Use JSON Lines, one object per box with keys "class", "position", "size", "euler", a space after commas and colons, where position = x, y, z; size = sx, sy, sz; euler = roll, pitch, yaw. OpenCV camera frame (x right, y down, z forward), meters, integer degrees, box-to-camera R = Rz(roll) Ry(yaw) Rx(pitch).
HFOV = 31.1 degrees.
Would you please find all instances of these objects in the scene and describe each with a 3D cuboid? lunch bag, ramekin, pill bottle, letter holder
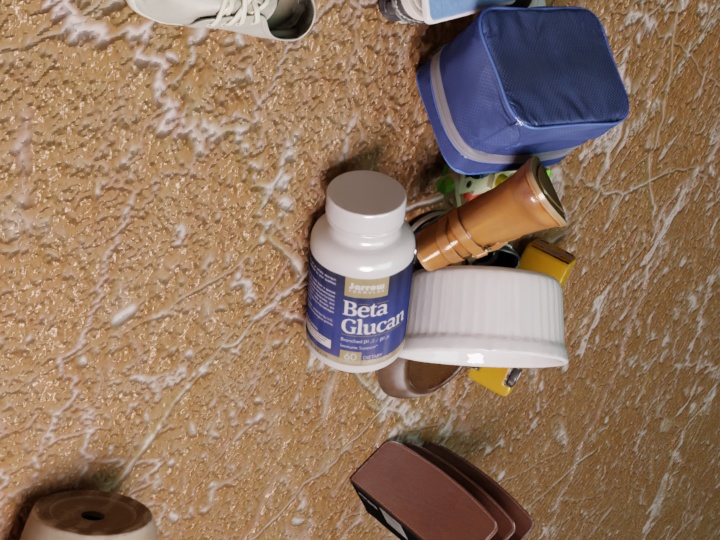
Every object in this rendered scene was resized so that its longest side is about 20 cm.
{"class": "lunch bag", "position": [0.163, -0.179, 1.306], "size": [0.199, 0.137, 0.132], "euler": [-6, 164, -37]}
{"class": "ramekin", "position": [0.140, 0.055, 1.485], "size": [0.200, 0.199, 0.098], "euler": [15, 76, -55]}
{"class": "pill bottle", "position": [0.000, 0.000, 1.361], "size": [0.111, 0.111, 0.201], "euler": [-28, 138, -34]}
{"class": "letter holder", "position": [0.112, 0.299, 1.683], "size": [0.142, 0.200, 0.101], "euler": [-44, 145, -15]}

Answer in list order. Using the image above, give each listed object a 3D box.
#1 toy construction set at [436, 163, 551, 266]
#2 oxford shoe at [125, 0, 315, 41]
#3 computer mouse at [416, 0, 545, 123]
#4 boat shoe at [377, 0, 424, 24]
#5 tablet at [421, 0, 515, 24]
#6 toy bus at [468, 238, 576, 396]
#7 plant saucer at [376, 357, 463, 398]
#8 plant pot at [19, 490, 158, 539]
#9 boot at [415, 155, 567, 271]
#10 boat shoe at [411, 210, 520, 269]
{"class": "toy construction set", "position": [0.146, -0.088, 1.496], "size": [0.200, 0.092, 0.132], "euler": [-32, 142, -47]}
{"class": "oxford shoe", "position": [-0.109, -0.229, 1.073], "size": [0.199, 0.058, 0.076], "euler": [-1, 122, -49]}
{"class": "computer mouse", "position": [0.144, -0.234, 1.398], "size": [0.200, 0.044, 0.110], "euler": [-44, 144, -16]}
{"class": "boat shoe", "position": [0.100, -0.299, 1.274], "size": [0.200, 0.060, 0.074], "euler": [-40, 113, -28]}
{"class": "tablet", "position": [0.095, -0.341, 1.208], "size": [0.130, 0.014, 0.201], "euler": [-21, 113, -38]}
{"class": "toy bus", "position": [0.213, 0.063, 1.716], "size": [0.201, 0.065, 0.078], "euler": [-68, 166, 19]}
{"class": "plant saucer", "position": [0.101, 0.083, 1.637], "size": [0.200, 0.032, 0.201], "euler": [-32, 141, -30]}
{"class": "plant pot", "position": [-0.266, 0.316, 1.257], "size": [0.199, 0.199, 0.175], "euler": [-3, 106, -50]}
{"class": "boot", "position": [0.127, -0.047, 1.320], "size": [0.154, 0.074, 0.200], "euler": [-24, 173, 5]}
{"class": "boat shoe", "position": [0.122, -0.024, 1.537], "size": [0.199, 0.063, 0.073], "euler": [2, 117, -52]}
